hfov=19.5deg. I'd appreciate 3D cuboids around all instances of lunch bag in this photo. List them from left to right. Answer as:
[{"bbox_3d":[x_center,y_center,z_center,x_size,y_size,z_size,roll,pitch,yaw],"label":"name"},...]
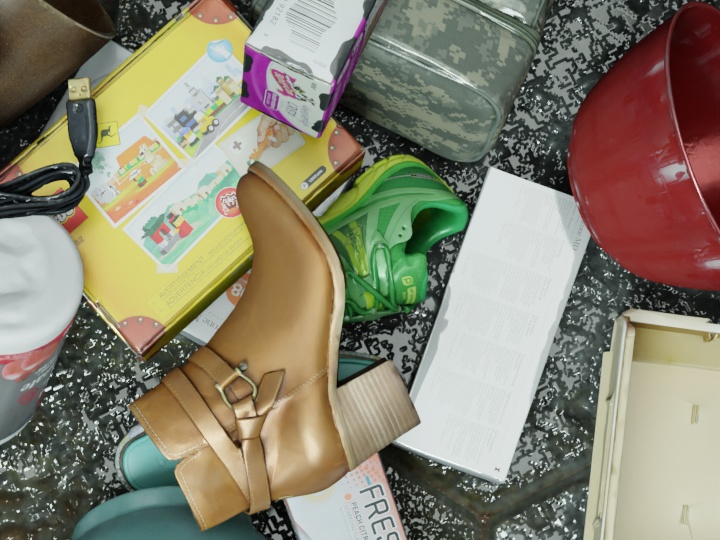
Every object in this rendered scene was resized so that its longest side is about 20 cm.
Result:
[{"bbox_3d":[0.037,-0.196,1.416,0.200,0.139,0.168,26,72,3],"label":"lunch bag"}]

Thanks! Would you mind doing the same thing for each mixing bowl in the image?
[{"bbox_3d":[0.208,-0.067,1.392,0.108,0.200,0.200,-20,82,31],"label":"mixing bowl"}]

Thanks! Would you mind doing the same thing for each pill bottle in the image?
[{"bbox_3d":[-0.249,0.048,1.330,0.111,0.200,0.111,11,55,-15],"label":"pill bottle"}]

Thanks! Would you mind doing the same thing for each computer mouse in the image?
[{"bbox_3d":[-0.226,-0.121,1.253,0.140,0.046,0.200,-9,84,-25],"label":"computer mouse"}]

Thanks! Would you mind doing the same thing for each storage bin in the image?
[{"bbox_3d":[0.259,0.134,1.399,0.200,0.094,0.199,7,83,-1],"label":"storage bin"}]

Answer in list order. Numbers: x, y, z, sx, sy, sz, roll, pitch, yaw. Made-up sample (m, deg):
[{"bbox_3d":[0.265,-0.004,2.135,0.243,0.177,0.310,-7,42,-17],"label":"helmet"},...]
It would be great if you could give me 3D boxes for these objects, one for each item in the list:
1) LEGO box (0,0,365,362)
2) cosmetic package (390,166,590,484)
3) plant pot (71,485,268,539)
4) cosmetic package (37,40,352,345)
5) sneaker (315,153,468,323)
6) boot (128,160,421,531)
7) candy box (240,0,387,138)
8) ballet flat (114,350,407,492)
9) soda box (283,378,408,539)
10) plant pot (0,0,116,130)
[{"bbox_3d":[-0.119,-0.061,1.367,0.200,0.077,0.149,-42,87,-6],"label":"LEGO box"},{"bbox_3d":[0.092,0.038,1.426,0.083,0.051,0.200,20,82,4],"label":"cosmetic package"},{"bbox_3d":[-0.120,0.222,1.337,0.200,0.200,0.134,-7,56,-3],"label":"plant pot"},{"bbox_3d":[-0.128,-0.046,1.430,0.200,0.052,0.151,29,85,1],"label":"cosmetic package"},{"bbox_3d":[0.000,0.000,1.384,0.084,0.074,0.200,29,59,23],"label":"sneaker"},{"bbox_3d":[-0.073,0.048,1.284,0.155,0.077,0.200,-27,89,-5],"label":"boot"},{"bbox_3d":[-0.003,-0.192,1.271,0.061,0.136,0.200,25,80,0],"label":"candy box"},{"bbox_3d":[-0.068,0.098,1.403,0.200,0.072,0.072,-17,83,-5],"label":"ballet flat"},{"bbox_3d":[-0.005,0.176,1.363,0.068,0.064,0.200,-20,106,-5],"label":"soda box"},{"bbox_3d":[-0.298,-0.144,1.383,0.187,0.187,0.200,43,99,3],"label":"plant pot"}]
